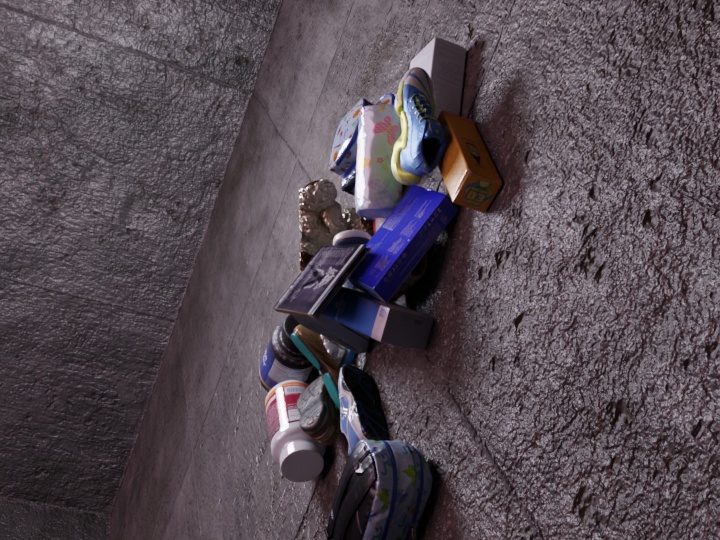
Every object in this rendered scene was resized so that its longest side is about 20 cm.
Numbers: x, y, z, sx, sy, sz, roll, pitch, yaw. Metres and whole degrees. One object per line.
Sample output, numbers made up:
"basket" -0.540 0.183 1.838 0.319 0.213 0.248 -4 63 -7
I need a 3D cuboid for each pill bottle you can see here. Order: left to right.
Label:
"pill bottle" -0.146 0.177 1.864 0.201 0.111 0.113 116 159 -47
"pill bottle" -0.129 0.322 1.745 0.201 0.112 0.114 -108 39 -57

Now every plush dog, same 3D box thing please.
"plush dog" -0.032 -0.073 1.684 0.200 0.170 0.162 95 174 -70

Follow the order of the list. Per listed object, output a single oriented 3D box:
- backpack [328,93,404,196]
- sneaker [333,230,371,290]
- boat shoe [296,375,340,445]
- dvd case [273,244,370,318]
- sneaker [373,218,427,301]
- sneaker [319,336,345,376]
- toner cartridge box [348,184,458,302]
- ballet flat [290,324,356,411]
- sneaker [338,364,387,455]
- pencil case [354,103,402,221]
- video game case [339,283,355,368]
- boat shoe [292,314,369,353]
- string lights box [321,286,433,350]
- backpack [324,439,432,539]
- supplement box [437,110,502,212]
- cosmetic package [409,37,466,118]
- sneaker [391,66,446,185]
"backpack" 0.034 -0.251 1.700 0.190 0.153 0.202 -35 39 44
"sneaker" 0.000 0.000 1.618 0.200 0.074 0.085 61 -160 -59
"boat shoe" -0.075 0.274 1.682 0.075 0.074 0.200 -38 16 12
"dvd case" -0.070 0.016 1.501 0.149 0.016 0.200 -52 19 -15
"sneaker" 0.074 -0.053 1.558 0.108 0.067 0.203 -42 40 51
"sneaker" -0.081 0.129 1.751 0.201 0.081 0.075 -95 29 -41
"toner cartridge box" 0.067 -0.047 1.456 0.201 0.043 0.095 -52 35 -10
"ballet flat" -0.052 0.180 1.655 0.201 0.072 0.068 55 159 8
"sneaker" -0.012 0.246 1.547 0.077 0.075 0.201 -58 24 27
"pencil case" 0.038 -0.190 1.535 0.083 0.090 0.202 168 104 -64
"video game case" -0.040 0.124 1.793 0.200 0.018 0.144 -122 50 -63
"boat shoe" -0.052 0.087 1.611 0.073 0.200 0.067 3 66 38
"string lights box" 0.019 0.074 1.477 0.199 0.102 0.060 19 94 52
"backpack" 0.025 0.348 1.315 0.163 0.152 0.202 -112 21 -62
"supplement box" 0.165 -0.179 1.408 0.201 0.066 0.069 -103 35 -54
"cosmetic package" 0.132 -0.306 1.580 0.102 0.073 0.202 150 130 -63
"sneaker" 0.108 -0.241 1.425 0.105 0.075 0.202 -5 79 57
